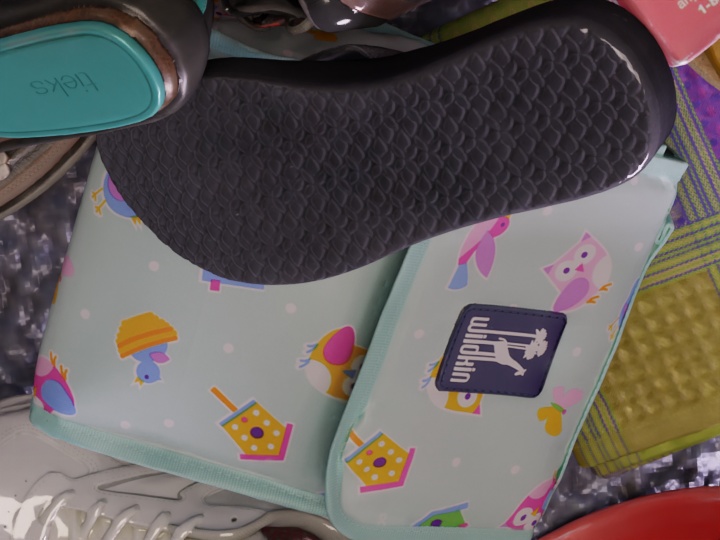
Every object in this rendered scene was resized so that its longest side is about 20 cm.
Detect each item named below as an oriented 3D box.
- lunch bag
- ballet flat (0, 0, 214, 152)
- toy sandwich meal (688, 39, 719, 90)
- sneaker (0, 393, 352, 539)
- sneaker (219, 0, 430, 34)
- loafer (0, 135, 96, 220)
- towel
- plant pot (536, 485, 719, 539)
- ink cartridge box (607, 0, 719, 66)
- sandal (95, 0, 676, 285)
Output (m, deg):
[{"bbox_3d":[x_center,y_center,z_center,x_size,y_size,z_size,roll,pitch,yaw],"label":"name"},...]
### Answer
[{"bbox_3d":[0.000,0.000,0.803,0.200,0.122,0.170,20,108,2],"label":"lunch bag"},{"bbox_3d":[-0.130,-0.068,0.722,0.200,0.068,0.068,-4,131,27],"label":"ballet flat"},{"bbox_3d":[0.180,-0.128,0.748,0.205,0.070,0.205,-1,102,-4],"label":"toy sandwich meal"},{"bbox_3d":[-0.075,0.097,0.829,0.200,0.099,0.078,5,106,-16],"label":"sneaker"},{"bbox_3d":[-0.019,-0.119,0.734,0.082,0.200,0.077,-31,108,-6],"label":"sneaker"},{"bbox_3d":[-0.183,-0.040,0.796,0.200,0.063,0.072,-17,85,25],"label":"loafer"},{"bbox_3d":[0.110,-0.021,0.839,0.144,0.023,0.200,-22,104,24],"label":"towel"},{"bbox_3d":[0.125,0.211,0.842,0.200,0.200,0.177,-29,113,7],"label":"plant pot"},{"bbox_3d":[0.081,-0.183,0.657,0.145,0.083,0.200,-38,102,2],"label":"ink cartridge box"},{"bbox_3d":[0.008,-0.041,0.696,0.200,0.043,0.076,-6,116,30],"label":"sandal"}]
